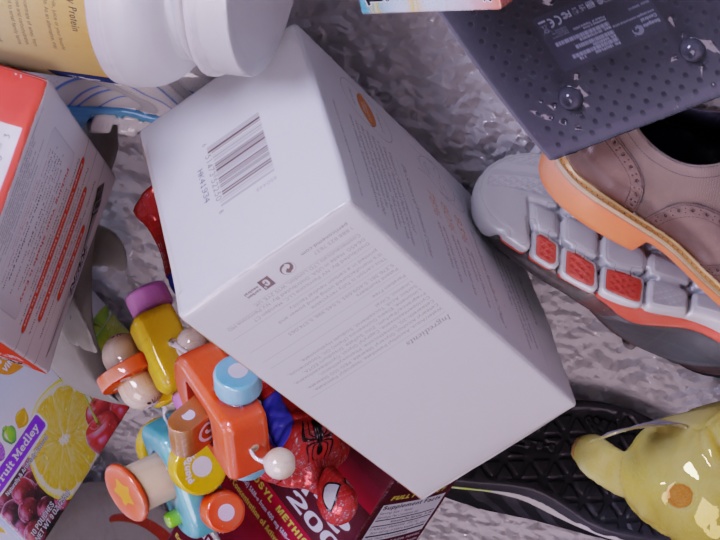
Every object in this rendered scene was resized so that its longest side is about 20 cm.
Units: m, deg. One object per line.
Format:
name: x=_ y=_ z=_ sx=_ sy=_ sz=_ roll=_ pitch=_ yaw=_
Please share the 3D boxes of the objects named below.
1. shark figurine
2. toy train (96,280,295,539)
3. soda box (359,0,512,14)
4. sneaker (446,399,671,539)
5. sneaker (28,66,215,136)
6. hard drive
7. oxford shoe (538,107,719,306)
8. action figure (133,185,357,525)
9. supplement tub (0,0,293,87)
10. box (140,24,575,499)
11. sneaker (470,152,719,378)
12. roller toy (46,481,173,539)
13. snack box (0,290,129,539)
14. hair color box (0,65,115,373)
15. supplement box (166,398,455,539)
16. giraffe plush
shark figurine: x=-0.143 y=0.031 z=1.175 sx=0.089 sy=0.128 sz=0.215 roll=40 pitch=156 yaw=52
toy train: x=-0.088 y=0.094 z=1.093 sx=0.055 sy=0.150 sz=0.200 roll=-23 pitch=143 yaw=-19
soda box: x=0.025 y=-0.205 z=0.871 sx=0.068 sy=0.064 sz=0.201 roll=2 pitch=115 yaw=28
sneaker: x=0.097 y=0.105 z=1.233 sx=0.199 sy=0.072 sz=0.083 roll=17 pitch=167 yaw=2
sneaker: x=-0.105 y=-0.108 z=1.076 sx=0.199 sy=0.075 sz=0.087 roll=17 pitch=132 yaw=-9
hard drive: x=0.085 y=-0.152 z=0.950 sx=0.135 sy=0.042 sz=0.200 roll=-20 pitch=114 yaw=36
oxford shoe: x=0.186 y=-0.027 z=1.041 sx=0.199 sy=0.071 sz=0.073 roll=25 pitch=133 yaw=-5
action figure: x=-0.051 y=0.040 z=1.119 sx=0.052 sy=0.065 sz=0.200 roll=-44 pitch=66 yaw=46
supplement tub: x=-0.134 y=-0.158 z=0.969 sx=0.199 sy=0.145 sz=0.145 roll=9 pitch=137 yaw=13
box: x=0.000 y=0.000 z=1.046 sx=0.097 sy=0.125 sz=0.200 roll=-33 pitch=135 yaw=17
sneaker: x=0.139 y=0.013 z=1.100 sx=0.199 sy=0.077 sz=0.082 roll=26 pitch=144 yaw=-5
roller toy: x=-0.192 y=0.231 z=1.369 sx=0.139 sy=0.183 sz=0.200 roll=-18 pitch=126 yaw=35
snack box: x=-0.217 y=0.040 z=1.206 sx=0.053 sy=0.142 sz=0.200 roll=-6 pitch=132 yaw=43
hair color box: x=-0.173 y=-0.023 z=1.026 sx=0.064 sy=0.111 sz=0.200 roll=17 pitch=171 yaw=6
supplement box: x=-0.031 y=0.133 z=1.198 sx=0.109 sy=0.061 sz=0.200 roll=49 pitch=125 yaw=29
giraffe plush: x=0.209 y=0.142 z=1.081 sx=0.199 sy=0.163 sz=0.172 roll=-11 pitch=175 yaw=-28
